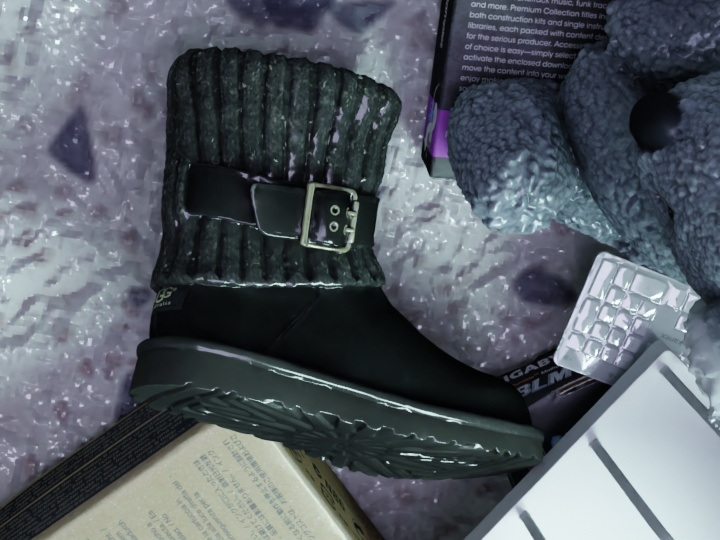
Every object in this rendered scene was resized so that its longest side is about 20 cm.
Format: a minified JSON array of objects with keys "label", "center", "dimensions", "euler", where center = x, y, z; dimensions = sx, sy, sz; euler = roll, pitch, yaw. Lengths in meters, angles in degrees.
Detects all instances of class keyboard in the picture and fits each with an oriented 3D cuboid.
[{"label":"keyboard","center":[0.188,0.050,0.940],"dimensions":[0.199,0.011,0.057],"euler":[21,105,-13]}]

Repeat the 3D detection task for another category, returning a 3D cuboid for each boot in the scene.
[{"label":"boot","center":[0.001,-0.001,0.889],"dimensions":[0.210,0.079,0.159],"euler":[20,68,-31]}]

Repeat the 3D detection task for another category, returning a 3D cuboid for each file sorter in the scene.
[{"label":"file sorter","center":[0.127,0.165,0.894],"dimensions":[0.139,0.125,0.200],"euler":[42,95,-22]}]

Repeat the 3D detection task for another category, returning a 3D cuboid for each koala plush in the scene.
[{"label":"koala plush","center":[0.160,-0.041,0.813],"dimensions":[0.183,0.200,0.178],"euler":[32,103,-19]}]

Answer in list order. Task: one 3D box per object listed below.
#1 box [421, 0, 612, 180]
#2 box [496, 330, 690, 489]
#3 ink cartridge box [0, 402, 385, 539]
[{"label":"box","center":[0.109,-0.135,0.896],"dimensions":[0.142,0.036,0.202],"euler":[4,111,-11]},{"label":"box","center":[0.181,0.108,0.989],"dimensions":[0.197,0.050,0.201],"euler":[-23,110,3]},{"label":"ink cartridge box","center":[-0.067,0.164,0.961],"dimensions":[0.164,0.075,0.201],"euler":[-33,112,5]}]
